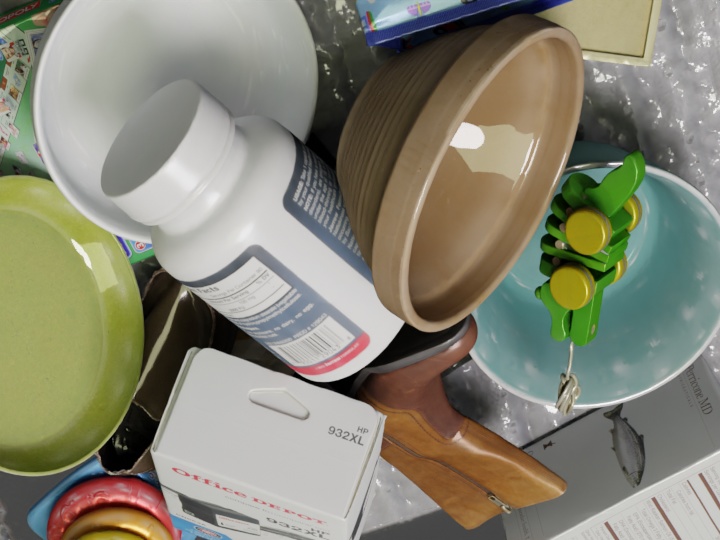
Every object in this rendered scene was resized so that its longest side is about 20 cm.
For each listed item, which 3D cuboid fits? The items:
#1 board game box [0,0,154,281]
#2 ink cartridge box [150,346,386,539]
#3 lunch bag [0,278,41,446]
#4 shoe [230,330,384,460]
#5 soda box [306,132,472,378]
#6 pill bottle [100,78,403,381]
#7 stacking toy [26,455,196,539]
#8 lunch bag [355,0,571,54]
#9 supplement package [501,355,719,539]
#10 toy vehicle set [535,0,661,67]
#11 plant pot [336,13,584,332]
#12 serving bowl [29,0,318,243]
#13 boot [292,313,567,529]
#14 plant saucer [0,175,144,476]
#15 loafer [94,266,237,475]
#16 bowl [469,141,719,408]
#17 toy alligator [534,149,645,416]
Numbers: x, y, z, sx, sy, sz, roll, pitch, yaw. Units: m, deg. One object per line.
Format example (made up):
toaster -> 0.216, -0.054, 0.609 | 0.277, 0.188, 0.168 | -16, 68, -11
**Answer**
board game box -> -0.217, -0.083, 1.150 | 0.133, 0.029, 0.201 | -21, 120, 7
ink cartridge box -> -0.065, 0.145, 1.182 | 0.143, 0.084, 0.200 | 19, 158, 6
lunch bag -> -0.340, 0.047, 1.161 | 0.198, 0.128, 0.171 | -11, 124, 36
shoe -> -0.029, 0.100, 1.261 | 0.198, 0.054, 0.070 | 20, 116, -15
soda box -> 0.000, 0.000, 1.199 | 0.070, 0.064, 0.200 | -33, 119, 14
pill bottle -> -0.065, -0.028, 1.058 | 0.119, 0.120, 0.200 | -39, 124, 17
stacking toy -> -0.190, 0.244, 1.245 | 0.109, 0.201, 0.116 | -36, 117, 16
lunch bag -> 0.087, -0.233, 0.998 | 0.198, 0.094, 0.152 | -16, 87, 16
supplement package -> 0.219, 0.183, 1.298 | 0.199, 0.117, 0.118 | -30, 119, 11
toy vehicle set -> 0.142, -0.239, 1.057 | 0.123, 0.027, 0.203 | 7, 101, -9
plant pot -> 0.049, -0.072, 1.014 | 0.092, 0.200, 0.203 | 28, 122, 24
serving bowl -> -0.130, -0.123, 1.096 | 0.198, 0.066, 0.203 | -11, 114, -25
boot -> 0.072, 0.112, 1.175 | 0.199, 0.069, 0.188 | 39, 133, -20
plant saucer -> -0.230, 0.038, 1.113 | 0.031, 0.201, 0.201 | -9, 129, 41
loafer -> -0.146, 0.078, 1.213 | 0.072, 0.071, 0.202 | 26, 120, 15
bowl -> 0.160, -0.012, 1.184 | 0.198, 0.105, 0.203 | -2, 120, -4
toy alligator -> 0.141, 0.004, 1.103 | 0.054, 0.059, 0.202 | 28, 123, 25
